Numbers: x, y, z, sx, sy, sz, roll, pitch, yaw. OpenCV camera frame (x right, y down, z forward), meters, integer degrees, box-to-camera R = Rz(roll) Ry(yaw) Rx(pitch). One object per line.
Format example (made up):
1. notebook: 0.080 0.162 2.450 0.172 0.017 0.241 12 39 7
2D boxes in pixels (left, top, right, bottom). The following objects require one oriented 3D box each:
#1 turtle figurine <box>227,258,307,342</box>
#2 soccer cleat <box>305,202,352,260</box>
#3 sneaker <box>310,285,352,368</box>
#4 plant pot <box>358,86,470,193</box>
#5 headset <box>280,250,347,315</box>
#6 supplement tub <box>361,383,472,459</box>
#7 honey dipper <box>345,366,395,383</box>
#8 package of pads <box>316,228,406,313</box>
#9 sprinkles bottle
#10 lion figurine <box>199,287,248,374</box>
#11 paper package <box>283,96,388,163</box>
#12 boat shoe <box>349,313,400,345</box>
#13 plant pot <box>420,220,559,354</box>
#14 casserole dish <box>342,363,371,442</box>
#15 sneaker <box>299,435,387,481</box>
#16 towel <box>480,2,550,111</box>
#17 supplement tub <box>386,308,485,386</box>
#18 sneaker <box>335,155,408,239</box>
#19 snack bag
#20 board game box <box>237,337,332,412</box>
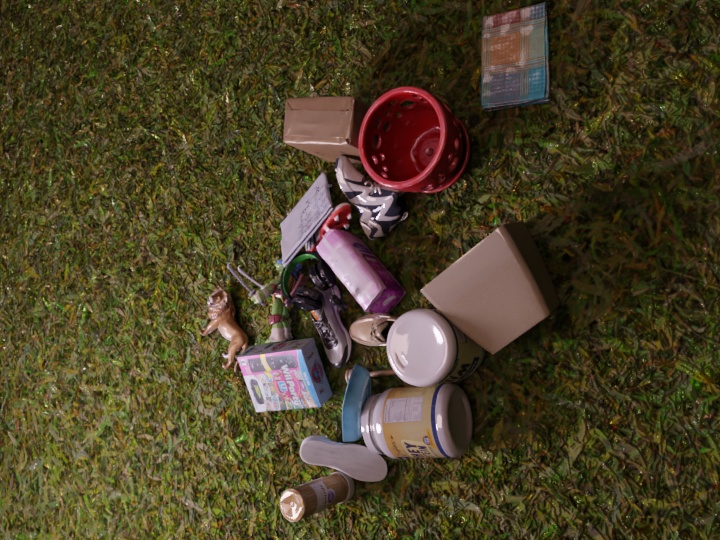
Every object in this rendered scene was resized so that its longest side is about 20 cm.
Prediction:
1. turtle figurine: -0.229 0.073 1.643 0.144 0.197 0.197 169 96 -65
2. soccer cleat: -0.083 -0.105 1.573 0.086 0.068 0.200 64 145 21
3. sneaker: -0.077 0.127 1.573 0.073 0.079 0.203 -24 74 36
4. plant pot: 0.122 -0.255 1.416 0.198 0.182 0.204 -3 84 32
5. headset: -0.104 0.032 1.508 0.199 0.094 0.124 34 89 32
6. supplement tub: 0.115 0.310 1.405 0.198 0.144 0.147 -11 81 31
7. honey dipper: 0.059 0.223 1.511 0.198 0.038 0.039 -13 80 29
8. package of pads: 0.000 0.000 1.512 0.076 0.120 0.201 -48 64 19
9. sprinkles bottle: -0.091 0.487 1.488 0.067 0.199 0.069 -2 86 31
10. lion figurine: -0.335 0.152 1.752 0.122 0.072 0.201 -41 80 9
11. paper package: -0.044 -0.307 1.514 0.188 0.199 0.105 9 91 32
12. boat shoe: 0.051 0.130 1.502 0.198 0.065 0.073 -2 86 34
13. plant pot: 0.266 0.040 1.308 0.199 0.199 0.178 -40 79 23
14. casserole dish: -0.006 0.289 1.472 0.038 0.201 0.122 12 49 10
15. sneaker: -0.039 0.413 1.538 0.197 0.116 0.075 18 83 -4
16. towel: 0.314 -0.434 1.404 0.145 0.022 0.203 -2 85 31
17. supplement tub: 0.156 0.150 1.357 0.143 0.199 0.147 -3 85 32
18. sneaker: 0.036 -0.181 1.511 0.128 0.079 0.201 -25 92 18
19. snack bag: -0.129 -0.127 1.591 0.189 0.021 0.201 -49 27 22
20. board game box: -0.179 0.247 1.615 0.198 0.064 0.149 -11 103 31
